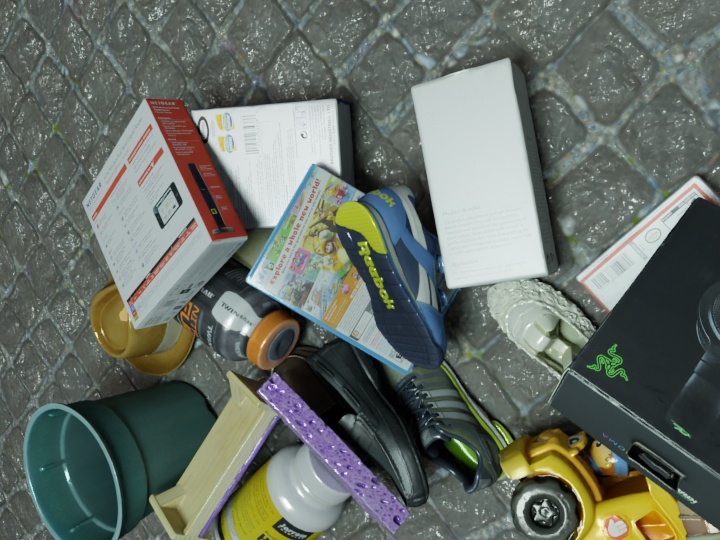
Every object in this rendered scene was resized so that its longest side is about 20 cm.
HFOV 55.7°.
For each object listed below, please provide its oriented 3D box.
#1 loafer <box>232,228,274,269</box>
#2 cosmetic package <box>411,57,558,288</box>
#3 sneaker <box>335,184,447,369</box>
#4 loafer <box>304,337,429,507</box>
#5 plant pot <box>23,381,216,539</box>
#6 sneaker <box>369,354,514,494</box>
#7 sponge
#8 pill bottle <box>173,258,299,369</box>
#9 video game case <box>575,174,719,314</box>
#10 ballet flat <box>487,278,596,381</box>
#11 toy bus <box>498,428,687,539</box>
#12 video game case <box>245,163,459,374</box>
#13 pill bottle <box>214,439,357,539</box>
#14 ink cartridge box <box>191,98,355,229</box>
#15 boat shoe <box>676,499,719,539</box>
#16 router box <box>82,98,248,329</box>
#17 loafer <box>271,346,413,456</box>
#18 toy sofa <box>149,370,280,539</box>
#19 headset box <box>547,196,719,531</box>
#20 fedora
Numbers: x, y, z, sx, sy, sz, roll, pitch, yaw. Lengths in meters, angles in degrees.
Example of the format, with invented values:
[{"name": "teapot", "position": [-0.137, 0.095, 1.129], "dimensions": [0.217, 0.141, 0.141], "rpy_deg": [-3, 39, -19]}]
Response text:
[{"name": "loafer", "position": [-0.101, -0.022, 0.821], "dimensions": [0.199, 0.068, 0.076], "rpy_deg": [24, 111, 26]}, {"name": "cosmetic package", "position": [0.122, -0.088, 0.659], "dimensions": [0.101, 0.074, 0.201], "rpy_deg": [-9, 91, 25]}, {"name": "sneaker", "position": [0.049, 0.008, 0.671], "dimensions": [0.074, 0.082, 0.201], "rpy_deg": [5, 124, 45]}, {"name": "loafer", "position": [0.006, 0.164, 0.728], "dimensions": [0.201, 0.070, 0.068], "rpy_deg": [59, 162, 26]}, {"name": "plant pot", "position": [-0.312, 0.248, 0.928], "dimensions": [0.199, 0.196, 0.201], "rpy_deg": [7, 102, 31]}, {"name": "sneaker", "position": [0.081, 0.154, 0.737], "dimensions": [0.200, 0.081, 0.074], "rpy_deg": [42, 118, 19]}, {"name": "sponge", "position": [-0.035, 0.191, 0.731], "dimensions": [0.200, 0.030, 0.112], "rpy_deg": [47, 165, 0]}, {"name": "pill bottle", "position": [-0.169, 0.042, 0.850], "dimensions": [0.200, 0.106, 0.107], "rpy_deg": [31, 114, 26]}, {"name": "video game case", "position": [0.313, 0.036, 0.607], "dimensions": [0.200, 0.017, 0.143], "rpy_deg": [51, 120, 14]}, {"name": "ballet flat", "position": [0.200, 0.075, 0.658], "dimensions": [0.200, 0.072, 0.072], "rpy_deg": [40, 118, 20]}, {"name": "toy bus", "position": [0.250, 0.215, 0.624], "dimensions": [0.192, 0.136, 0.200], "rpy_deg": [-36, 78, 15]}, {"name": "video game case", "position": [0.000, 0.000, 0.718], "dimensions": [0.199, 0.018, 0.143], "rpy_deg": [30, 94, -5]}, {"name": "pill bottle", "position": [-0.088, 0.287, 0.850], "dimensions": [0.111, 0.111, 0.200], "rpy_deg": [51, 120, 13]}, {"name": "ink cartridge box", "position": [-0.110, -0.117, 0.768], "dimensions": [0.199, 0.076, 0.137], "rpy_deg": [-2, 98, 10]}, {"name": "boat shoe", "position": [0.348, 0.168, 0.542], "dimensions": [0.199, 0.076, 0.072], "rpy_deg": [-16, 70, -4]}, {"name": "router box", "position": [-0.228, -0.059, 0.766], "dimensions": [0.200, 0.049, 0.180], "rpy_deg": [-39, 72, 40]}, {"name": "loafer", "position": [-0.034, 0.153, 0.813], "dimensions": [0.199, 0.071, 0.073], "rpy_deg": [22, 111, 26]}, {"name": "toy sofa", "position": [-0.160, 0.235, 0.843], "dimensions": [0.083, 0.097, 0.200], "rpy_deg": [31, 87, 47]}, {"name": "headset box", "position": [0.267, 0.077, 0.514], "dimensions": [0.174, 0.093, 0.200], "rpy_deg": [37, 72, 21]}, {"name": "fedora", "position": [-0.322, 0.062, 0.966], "dimensions": [0.200, 0.082, 0.202], "rpy_deg": [7, 103, 30]}]
